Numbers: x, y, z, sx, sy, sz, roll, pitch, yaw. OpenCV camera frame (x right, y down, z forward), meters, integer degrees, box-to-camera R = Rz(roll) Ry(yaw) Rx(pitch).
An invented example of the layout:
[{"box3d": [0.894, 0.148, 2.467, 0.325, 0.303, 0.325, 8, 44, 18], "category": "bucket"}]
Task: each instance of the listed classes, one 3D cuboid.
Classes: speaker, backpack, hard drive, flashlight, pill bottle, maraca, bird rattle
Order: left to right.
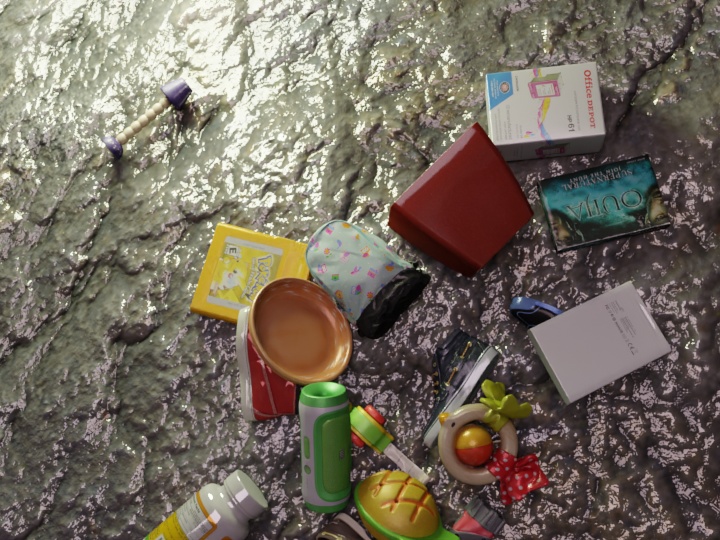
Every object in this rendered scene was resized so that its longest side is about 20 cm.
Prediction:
[{"box3d": [-0.256, 0.429, 1.363, 0.200, 0.111, 0.111, -40, 73, -3], "category": "pill bottle"}, {"box3d": [-0.058, 0.291, 1.345, 0.088, 0.088, 0.201, 1, 103, 9], "category": "speaker"}, {"box3d": [0.000, 0.000, 1.427, 0.167, 0.127, 0.200, -46, 70, -1], "category": "backpack"}, {"box3d": [0.072, 0.393, 1.300, 0.200, 0.137, 0.108, 38, 122, 44], "category": "maraca"}, {"box3d": [0.152, 0.461, 1.317, 0.200, 0.068, 0.068, -54, 35, -3], "category": "flashlight"}, {"box3d": [0.206, 0.282, 1.320, 0.162, 0.113, 0.201, -9, 99, 0], "category": "bird rattle"}, {"box3d": [0.387, 0.115, 1.328, 0.199, 0.027, 0.132, -23, 75, -14], "category": "hard drive"}]

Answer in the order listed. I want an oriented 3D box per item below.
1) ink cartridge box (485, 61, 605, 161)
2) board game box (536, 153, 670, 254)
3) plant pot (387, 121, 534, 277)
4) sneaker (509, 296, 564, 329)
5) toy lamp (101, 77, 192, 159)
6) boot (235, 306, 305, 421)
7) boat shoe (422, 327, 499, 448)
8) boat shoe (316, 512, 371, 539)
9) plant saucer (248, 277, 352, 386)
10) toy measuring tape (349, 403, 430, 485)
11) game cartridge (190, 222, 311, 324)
[{"box3d": [0.330, -0.283, 1.468, 0.199, 0.085, 0.145, -5, 75, 7], "category": "ink cartridge box"}, {"box3d": [0.425, -0.116, 1.439, 0.199, 0.028, 0.136, -14, 73, 5], "category": "board game box"}, {"box3d": [0.178, -0.099, 1.398, 0.200, 0.200, 0.176, -44, 85, -4], "category": "plant pot"}, {"box3d": [0.332, 0.117, 1.371, 0.199, 0.070, 0.078, 28, 74, 13], "category": "sneaker"}, {"box3d": [-0.416, -0.304, 1.608, 0.200, 0.058, 0.058, -39, 73, -3], "category": "toy lamp"}, {"box3d": [-0.140, 0.157, 1.431, 0.143, 0.072, 0.201, -7, 90, 6], "category": "boot"}, {"box3d": [0.146, 0.197, 1.387, 0.091, 0.071, 0.201, 32, 80, 24], "category": "boat shoe"}, {"box3d": [0.013, 0.468, 1.303, 0.059, 0.072, 0.200, -29, 46, -35], "category": "boat shoe"}, {"box3d": [-0.106, 0.108, 1.410, 0.199, 0.037, 0.201, 19, 53, -27], "category": "plant saucer"}, {"box3d": [0.035, 0.288, 1.375, 0.200, 0.074, 0.074, 41, 85, 17], "category": "toy measuring tape"}, {"box3d": [-0.194, 0.016, 1.502, 0.199, 0.032, 0.177, 13, 78, 13], "category": "game cartridge"}]
